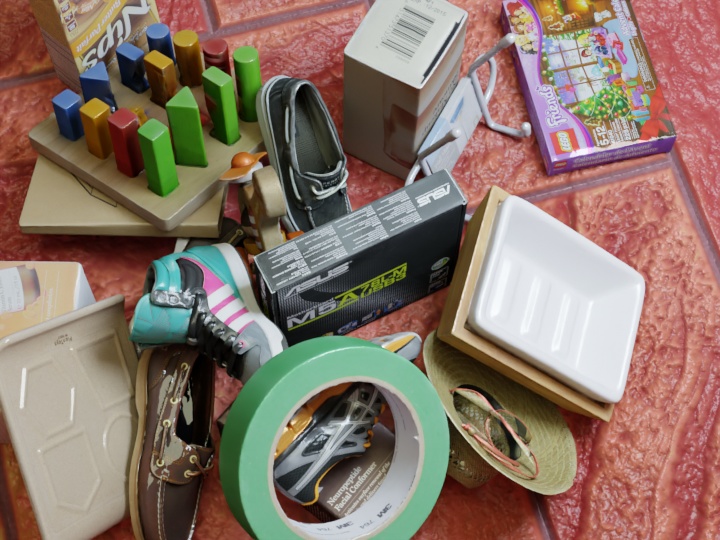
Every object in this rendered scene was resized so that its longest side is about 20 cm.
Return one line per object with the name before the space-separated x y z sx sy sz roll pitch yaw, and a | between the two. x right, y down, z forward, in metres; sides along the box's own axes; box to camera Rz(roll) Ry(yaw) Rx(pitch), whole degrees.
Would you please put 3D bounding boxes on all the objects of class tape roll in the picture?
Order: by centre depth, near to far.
tape roll | -0.020 0.158 1.287 0.200 0.048 0.201 -5 101 -27

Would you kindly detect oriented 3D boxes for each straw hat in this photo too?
straw hat | 0.106 0.154 1.402 0.201 0.201 0.085 50 117 18

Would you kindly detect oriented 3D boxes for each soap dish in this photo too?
soap dish | 0.170 0.036 1.419 0.200 0.081 0.158 30 63 -26

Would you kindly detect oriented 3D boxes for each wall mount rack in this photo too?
wall mount rack | 0.110 -0.143 1.485 0.074 0.174 0.200 19 68 26

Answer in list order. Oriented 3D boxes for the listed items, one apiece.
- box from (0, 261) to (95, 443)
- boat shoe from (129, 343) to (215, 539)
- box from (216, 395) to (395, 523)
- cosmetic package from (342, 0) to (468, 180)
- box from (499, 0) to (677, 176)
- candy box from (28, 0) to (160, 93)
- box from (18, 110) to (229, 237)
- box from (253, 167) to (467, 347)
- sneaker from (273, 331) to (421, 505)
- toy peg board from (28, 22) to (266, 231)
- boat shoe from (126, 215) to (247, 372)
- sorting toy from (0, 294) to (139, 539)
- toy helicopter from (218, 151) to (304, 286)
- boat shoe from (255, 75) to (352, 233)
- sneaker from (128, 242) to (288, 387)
box | -0.363 0.079 1.426 0.199 0.106 0.153 0 67 -1
boat shoe | -0.168 0.164 1.375 0.070 0.070 0.201 -6 79 26
box | -0.028 0.174 1.408 0.200 0.075 0.100 36 72 15
cosmetic package | 0.042 -0.185 1.490 0.087 0.200 0.104 27 71 10
box | 0.239 -0.207 1.586 0.136 0.039 0.200 -12 68 -5
candy box | -0.270 -0.272 1.522 0.055 0.200 0.115 38 72 17
box | -0.230 -0.099 1.514 0.199 0.021 0.164 2 48 4
box | 0.000 0.000 1.414 0.200 0.193 0.048 -25 72 -11
sneaker | -0.015 0.129 1.357 0.200 0.078 0.077 -41 99 -20
toy peg board | -0.200 -0.172 1.495 0.199 0.098 0.200 31 57 25
boat shoe | -0.172 0.030 1.469 0.059 0.072 0.200 20 63 11
sorting toy | -0.251 0.137 1.343 0.036 0.185 0.201 -8 98 30
toy helicopter | -0.091 -0.062 1.394 0.079 0.200 0.133 -15 80 -10
boat shoe | -0.047 -0.094 1.471 0.072 0.071 0.200 -30 109 -24
sneaker | -0.143 0.055 1.333 0.120 0.084 0.200 -6 46 -28
